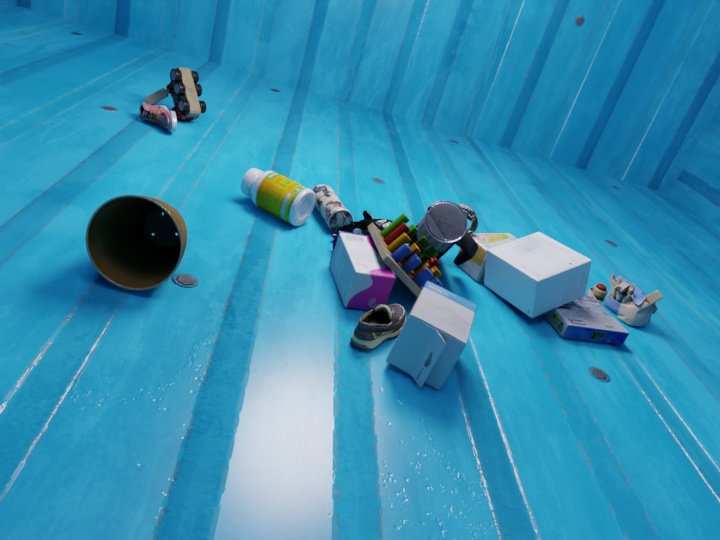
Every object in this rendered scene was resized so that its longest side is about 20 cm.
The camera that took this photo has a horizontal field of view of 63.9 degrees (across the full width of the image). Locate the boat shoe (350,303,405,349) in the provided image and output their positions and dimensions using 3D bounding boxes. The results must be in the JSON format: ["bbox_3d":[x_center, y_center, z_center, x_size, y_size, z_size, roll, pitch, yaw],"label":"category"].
[{"bbox_3d":[0.050,0.108,1.262,0.072,0.066,0.201,29,29,22],"label":"boat shoe"}]

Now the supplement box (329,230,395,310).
[{"bbox_3d":[0.000,0.000,1.396,0.101,0.104,0.200,9,27,-19],"label":"supplement box"}]

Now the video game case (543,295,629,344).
[{"bbox_3d":[0.602,0.126,1.594,0.199,0.046,0.182,9,28,-18],"label":"video game case"}]

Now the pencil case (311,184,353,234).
[{"bbox_3d":[-0.089,-0.185,1.719,0.077,0.090,0.200,-22,38,-11],"label":"pencil case"}]

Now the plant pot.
[{"bbox_3d":[-0.438,-0.075,1.209,0.185,0.188,0.200,16,13,-5],"label":"plant pot"}]

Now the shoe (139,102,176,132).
[{"bbox_3d":[-0.703,-0.531,2.001,0.091,0.072,0.200,-3,28,-33],"label":"shoe"}]

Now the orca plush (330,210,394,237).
[{"bbox_3d":[0.015,-0.127,1.579,0.199,0.072,0.105,-2,-5,43],"label":"orca plush"}]

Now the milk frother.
[{"bbox_3d":[0.250,-0.132,1.596,0.179,0.201,0.188,20,-16,-4],"label":"milk frother"}]

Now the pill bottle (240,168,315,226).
[{"bbox_3d":[-0.238,-0.216,1.643,0.199,0.112,0.111,28,28,18],"label":"pill bottle"}]

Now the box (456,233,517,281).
[{"bbox_3d":[0.397,-0.041,1.720,0.199,0.102,0.113,-3,34,-36],"label":"box"}]

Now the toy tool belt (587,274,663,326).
[{"bbox_3d":[0.800,0.069,1.740,0.124,0.124,0.200,-3,33,-36],"label":"toy tool belt"}]

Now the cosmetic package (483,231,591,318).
[{"bbox_3d":[0.480,0.006,1.586,0.199,0.124,0.199,-19,35,-24],"label":"cosmetic package"}]

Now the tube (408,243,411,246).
[{"bbox_3d":[0.141,-0.072,1.688,0.199,0.051,0.078,4,30,-16],"label":"tube"}]

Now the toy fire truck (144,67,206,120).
[{"bbox_3d":[-0.692,-0.635,2.148,0.199,0.177,0.128,-16,-1,43],"label":"toy fire truck"}]

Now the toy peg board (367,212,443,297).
[{"bbox_3d":[0.131,-0.036,1.436,0.200,0.098,0.199,45,12,-27],"label":"toy peg board"}]

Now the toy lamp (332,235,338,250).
[{"bbox_3d":[0.024,-0.062,1.581,0.199,0.059,0.058,3,30,-23],"label":"toy lamp"}]

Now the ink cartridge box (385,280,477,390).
[{"bbox_3d":[0.147,0.135,1.193,0.125,0.129,0.200,27,27,7],"label":"ink cartridge box"}]
